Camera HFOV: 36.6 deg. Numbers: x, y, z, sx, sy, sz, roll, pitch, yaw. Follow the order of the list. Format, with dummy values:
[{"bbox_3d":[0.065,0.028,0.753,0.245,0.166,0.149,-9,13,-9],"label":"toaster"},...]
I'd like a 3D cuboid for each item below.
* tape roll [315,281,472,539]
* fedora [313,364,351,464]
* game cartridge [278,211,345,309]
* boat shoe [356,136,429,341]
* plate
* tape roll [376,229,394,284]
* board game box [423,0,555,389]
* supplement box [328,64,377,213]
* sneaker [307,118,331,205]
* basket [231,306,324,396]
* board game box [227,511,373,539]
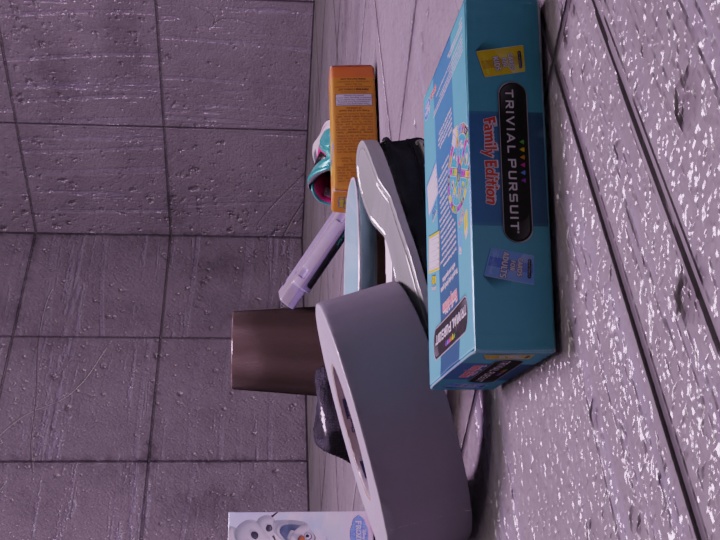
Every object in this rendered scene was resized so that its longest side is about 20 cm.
[{"bbox_3d":[0.022,0.114,0.829,0.200,0.065,0.203,165,90,-84],"label":"tape roll"},{"bbox_3d":[-0.010,0.166,1.284,0.201,0.090,0.204,180,90,-85],"label":"fedora"},{"bbox_3d":[-0.053,-0.036,1.602,0.201,0.038,0.130,-55,11,1],"label":"game cartridge"},{"bbox_3d":[0.050,-0.022,0.841,0.076,0.059,0.202,107,150,-62],"label":"boat shoe"},{"bbox_3d":[0.000,0.000,1.189,0.200,0.025,0.203,-179,90,-86],"label":"plate"},{"bbox_3d":[0.037,0.006,1.116,0.203,0.036,0.206,-178,90,-85],"label":"tape roll"},{"bbox_3d":[0.074,-0.038,0.662,0.151,0.046,0.203,113,157,-76],"label":"board game box"},{"bbox_3d":[-0.010,-0.182,1.501,0.067,0.068,0.203,97,170,-64],"label":"supplement box"},{"bbox_3d":[-0.048,-0.164,1.852,0.200,0.082,0.122,112,168,-73],"label":"sneaker"},{"bbox_3d":[-0.089,0.116,1.587,0.180,0.197,0.138,-107,19,-75],"label":"basket"},{"bbox_3d":[-0.078,0.422,1.438,0.044,0.196,0.203,97,173,-63],"label":"board game box"}]
